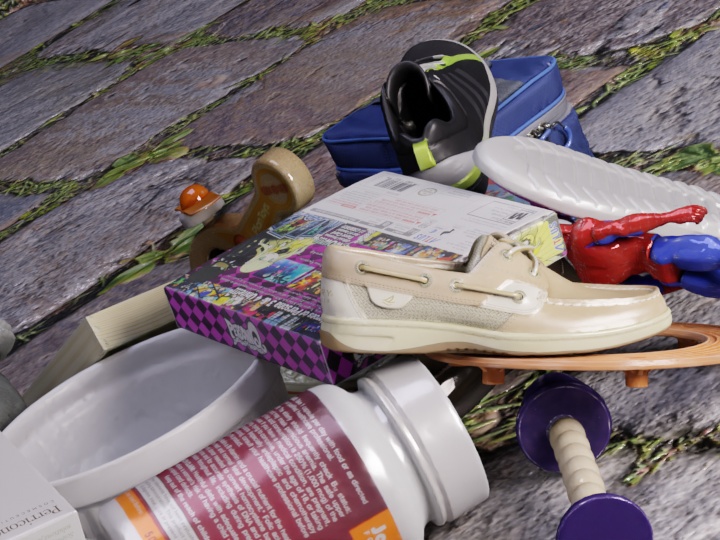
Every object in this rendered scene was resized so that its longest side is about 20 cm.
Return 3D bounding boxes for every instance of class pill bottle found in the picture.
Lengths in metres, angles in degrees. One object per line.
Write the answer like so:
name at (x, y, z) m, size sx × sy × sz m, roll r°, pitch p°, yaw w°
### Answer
pill bottle at (-0.036, 0.136, 1.431) m, size 0.200 × 0.114 × 0.114 m, roll -29°, pitch 18°, yaw -10°

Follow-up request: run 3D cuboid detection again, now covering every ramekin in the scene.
ramekin at (-0.127, 0.126, 1.597) m, size 0.200 × 0.105 × 0.200 m, roll -23°, pitch 17°, yaw 7°

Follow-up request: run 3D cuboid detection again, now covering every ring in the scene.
ring at (0.137, 0.049, 1.482) m, size 0.200 × 0.019 × 0.200 m, roll -1°, pitch 5°, yaw 0°

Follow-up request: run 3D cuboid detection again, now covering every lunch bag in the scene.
lunch bag at (0.076, -0.086, 1.876) m, size 0.136 × 0.133 × 0.200 m, roll -38°, pitch 21°, yaw -34°

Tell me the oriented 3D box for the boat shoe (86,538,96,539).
boat shoe at (-0.167, 0.232, 1.428) m, size 0.075 × 0.060 × 0.200 m, roll 4°, pitch 31°, yaw 11°

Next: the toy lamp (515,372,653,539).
toy lamp at (0.120, 0.107, 1.399) m, size 0.058 × 0.058 × 0.200 m, roll -24°, pitch 18°, yaw 3°

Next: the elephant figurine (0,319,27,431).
elephant figurine at (-0.281, 0.154, 1.654) m, size 0.141 × 0.155 × 0.200 m, roll -29°, pitch 7°, yaw 21°

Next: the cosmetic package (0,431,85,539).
cosmetic package at (-0.236, 0.149, 1.448) m, size 0.107 × 0.085 × 0.200 m, roll -25°, pitch 30°, yaw -22°

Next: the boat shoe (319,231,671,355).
boat shoe at (0.077, 0.012, 1.434) m, size 0.199 × 0.065 × 0.072 m, roll 0°, pitch 6°, yaw 1°

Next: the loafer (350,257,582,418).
loafer at (0.060, 0.043, 1.632) m, size 0.200 × 0.071 × 0.073 m, roll -33°, pitch 19°, yaw -24°

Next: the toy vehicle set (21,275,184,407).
toy vehicle set at (-0.169, 0.064, 1.774) m, size 0.124 × 0.027 × 0.200 m, roll -23°, pitch -14°, yaw -35°

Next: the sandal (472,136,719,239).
sandal at (0.161, -0.034, 1.622) m, size 0.202 × 0.050 × 0.083 m, roll 14°, pitch 24°, yaw -21°

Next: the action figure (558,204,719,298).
action figure at (0.194, -0.006, 1.523) m, size 0.200 × 0.066 × 0.052 m, roll 10°, pitch 53°, yaw 31°

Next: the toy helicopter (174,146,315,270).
toy helicopter at (-0.080, -0.030, 1.823) m, size 0.079 × 0.132 × 0.200 m, roll -37°, pitch -15°, yaw -32°

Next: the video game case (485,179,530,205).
video game case at (0.060, -0.021, 1.674) m, size 0.143 × 0.017 × 0.200 m, roll -15°, pitch 17°, yaw 14°

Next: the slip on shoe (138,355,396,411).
slip on shoe at (-0.066, 0.079, 1.720) m, size 0.199 × 0.061 × 0.074 m, roll -12°, pitch 41°, yaw 4°

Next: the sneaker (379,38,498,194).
sneaker at (0.052, -0.119, 1.736) m, size 0.072 × 0.083 × 0.200 m, roll -22°, pitch 33°, yaw 10°

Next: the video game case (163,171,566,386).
video game case at (0.000, 0.000, 1.578) m, size 0.181 × 0.036 × 0.200 m, roll -28°, pitch 23°, yaw -25°
